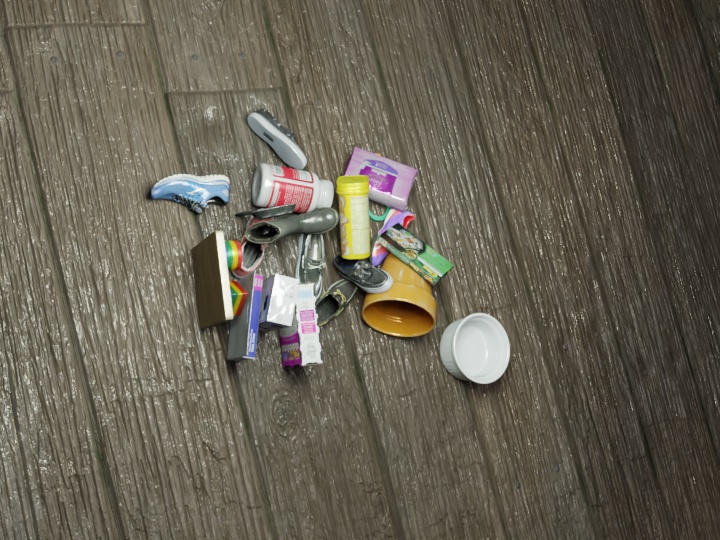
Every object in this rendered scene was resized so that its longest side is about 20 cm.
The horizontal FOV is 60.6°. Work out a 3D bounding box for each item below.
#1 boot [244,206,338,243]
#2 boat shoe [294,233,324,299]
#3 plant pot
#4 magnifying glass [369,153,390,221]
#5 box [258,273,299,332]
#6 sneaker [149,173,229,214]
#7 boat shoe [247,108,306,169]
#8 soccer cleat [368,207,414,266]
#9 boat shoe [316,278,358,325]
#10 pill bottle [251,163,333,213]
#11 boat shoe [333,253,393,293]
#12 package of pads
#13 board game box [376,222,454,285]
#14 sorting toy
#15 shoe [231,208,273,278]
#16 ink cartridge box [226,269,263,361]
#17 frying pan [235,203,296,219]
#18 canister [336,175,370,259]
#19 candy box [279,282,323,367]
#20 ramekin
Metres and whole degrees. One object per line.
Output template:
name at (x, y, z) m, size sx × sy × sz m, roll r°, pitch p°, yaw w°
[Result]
boot at (-0.165, -0.113, 1.525) m, size 0.200 × 0.181 × 0.073 m, roll -10°, pitch 86°, yaw -72°
boat shoe at (-0.132, -0.021, 1.631) m, size 0.072 × 0.071 × 0.201 m, roll 0°, pitch 80°, yaw -27°
plant pot at (0.115, 0.054, 1.686) m, size 0.199 × 0.200 × 0.184 m, roll 25°, pitch 55°, yaw -20°
magnifying glass at (0.048, -0.242, 1.793) m, size 0.079 × 0.022 × 0.201 m, roll 5°, pitch 77°, yaw -25°
box at (-0.217, 0.083, 1.497) m, size 0.060 × 0.200 × 0.117 m, roll 14°, pitch 76°, yaw -22°
sneaker at (-0.416, -0.187, 1.518) m, size 0.199 × 0.078 × 0.090 m, roll -6°, pitch 80°, yaw -28°
boat shoe at (-0.210, -0.356, 1.643) m, size 0.200 × 0.070 × 0.066 m, roll 40°, pitch 58°, yaw 6°
soccer cleat at (0.087, -0.094, 1.746) m, size 0.073 × 0.068 × 0.201 m, roll 16°, pitch 63°, yaw 22°
boat shoe at (-0.074, 0.088, 1.645) m, size 0.201 × 0.061 × 0.072 m, roll -41°, pitch 99°, yaw -27°
pill bottle at (-0.177, -0.211, 1.622) m, size 0.199 × 0.112 × 0.113 m, roll 7°, pitch 77°, yaw -25°
boat shoe at (0.000, 0.000, 1.621) m, size 0.070 × 0.200 × 0.066 m, roll -52°, pitch 133°, yaw -10°
package of pads at (0.053, -0.256, 1.741) m, size 0.199 × 0.076 × 0.121 m, roll 20°, pitch 71°, yaw -3°
board game box at (0.148, -0.048, 1.664) m, size 0.200 × 0.024 × 0.105 m, roll 40°, pitch 40°, yaw 15°
sorting toy at (-0.328, 0.025, 1.453) m, size 0.069 × 0.198 × 0.201 m, roll -4°, pitch 82°, yaw -31°
shoe at (-0.263, -0.076, 1.565) m, size 0.071 × 0.091 × 0.201 m, roll 29°, pitch 69°, yaw -19°
ink cartridge box at (-0.269, 0.112, 1.465) m, size 0.043 × 0.200 × 0.198 m, roll 9°, pitch 77°, yaw -25°
frying pan at (-0.247, -0.140, 1.521) m, size 0.115 × 0.189 × 0.031 m, roll -29°, pitch 108°, yaw -72°
canister at (-0.016, -0.143, 1.639) m, size 0.086 × 0.149 × 0.201 m, roll -2°, pitch 106°, yaw 1°
candy box at (-0.157, 0.140, 1.552) m, size 0.061 × 0.136 × 0.201 m, roll -4°, pitch 82°, yaw -28°
ramekin at (0.328, 0.229, 1.799) m, size 0.199 × 0.098 × 0.202 m, roll 5°, pitch 78°, yaw -26°
